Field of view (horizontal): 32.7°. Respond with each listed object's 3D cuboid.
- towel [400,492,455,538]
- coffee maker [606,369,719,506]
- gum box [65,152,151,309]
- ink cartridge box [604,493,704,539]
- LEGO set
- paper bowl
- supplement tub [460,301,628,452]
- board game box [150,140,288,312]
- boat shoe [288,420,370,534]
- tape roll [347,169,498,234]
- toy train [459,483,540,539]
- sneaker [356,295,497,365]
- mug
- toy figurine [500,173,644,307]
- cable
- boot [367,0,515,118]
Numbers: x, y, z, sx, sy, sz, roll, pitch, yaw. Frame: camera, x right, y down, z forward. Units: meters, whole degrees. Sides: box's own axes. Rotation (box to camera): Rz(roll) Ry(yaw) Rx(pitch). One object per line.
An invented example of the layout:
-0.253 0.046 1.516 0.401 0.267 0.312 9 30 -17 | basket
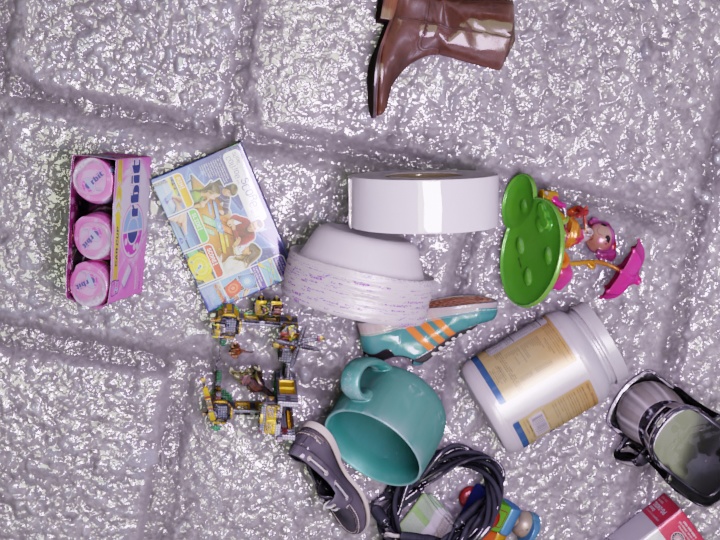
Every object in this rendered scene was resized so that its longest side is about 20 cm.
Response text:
0.097 0.419 1.716 0.149 0.200 0.031 -48 131 2 | towel
0.464 0.238 1.716 0.191 0.200 0.135 14 98 -7 | coffee maker
-0.335 -0.053 1.632 0.066 0.113 0.201 6 98 12 | gum box
0.419 0.450 1.802 0.200 0.083 0.145 -37 100 1 | ink cartridge box
-0.142 0.146 1.670 0.153 0.116 0.201 12 109 -11 | LEGO set
0.000 0.000 1.635 0.200 0.201 0.105 10 99 -7 | paper bowl
0.255 0.146 1.710 0.200 0.145 0.145 -30 100 0 | supplement tub
-0.187 -0.060 1.691 0.135 0.034 0.201 -22 101 -2 | board game box
-0.048 0.303 1.718 0.063 0.072 0.201 -48 127 -38 | boat shoe
0.083 -0.093 1.630 0.201 0.202 0.071 -2 99 -5 | tape roll
0.173 0.420 1.782 0.115 0.085 0.201 24 96 -22 | toy train
0.099 0.087 1.728 0.199 0.071 0.080 -12 101 4 | sneaker
0.044 0.194 1.682 0.152 0.185 0.115 28 53 10 | mug
0.305 -0.033 1.709 0.183 0.201 0.150 9 141 -25 | toy figurine
0.115 0.326 1.721 0.199 0.163 0.051 -28 128 -1 | cable
0.115 -0.288 1.679 0.199 0.064 0.187 7 100 -11 | boot
